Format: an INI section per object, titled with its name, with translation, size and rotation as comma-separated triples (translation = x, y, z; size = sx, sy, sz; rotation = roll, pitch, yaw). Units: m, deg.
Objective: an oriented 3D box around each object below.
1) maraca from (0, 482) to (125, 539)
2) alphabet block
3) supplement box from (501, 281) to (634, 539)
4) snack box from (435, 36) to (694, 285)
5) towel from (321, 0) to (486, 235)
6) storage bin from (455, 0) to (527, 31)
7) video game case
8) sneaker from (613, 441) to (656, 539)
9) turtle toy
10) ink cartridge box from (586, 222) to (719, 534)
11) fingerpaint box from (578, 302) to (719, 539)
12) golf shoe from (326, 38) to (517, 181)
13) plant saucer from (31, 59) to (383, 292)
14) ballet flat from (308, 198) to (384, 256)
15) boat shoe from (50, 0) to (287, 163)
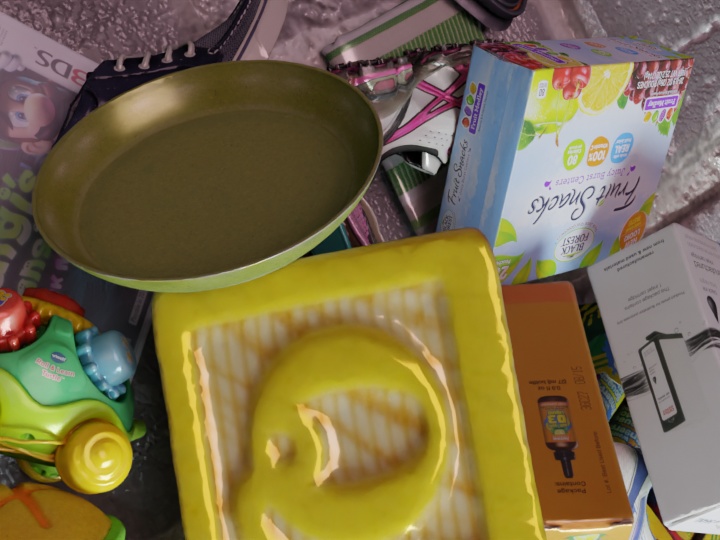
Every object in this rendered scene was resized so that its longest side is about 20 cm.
[maraca]
translation = -0.214, 0.178, 0.604
size = 0.197, 0.137, 0.108
rotation = -23, 95, 2
[alphabet block]
translation = -0.005, 0.096, 0.698
size = 0.192, 0.200, 0.200
rotation = -12, 85, -1
[supplement box]
translation = 0.128, 0.102, 0.785
size = 0.065, 0.069, 0.202
rotation = -2, 45, -3
[snack box]
translation = 0.155, -0.086, 0.887
size = 0.198, 0.067, 0.171
rotation = -11, 121, -40
[towel]
translation = 0.068, -0.117, 0.927
size = 0.152, 0.023, 0.202
rotation = -34, 100, -31
[storage bin]
translation = 0.099, -0.316, 0.904
size = 0.199, 0.134, 0.147
rotation = 35, 50, -22
[video game case]
translation = -0.200, -0.044, 0.745
size = 0.180, 0.023, 0.203
rotation = 26, 69, -25
[sneaker]
translation = 0.178, 0.223, 0.827
size = 0.087, 0.075, 0.204
rotation = 6, 89, -20
[turtle toy]
translation = -0.207, 0.053, 0.647
size = 0.198, 0.145, 0.103
rotation = 24, 74, -26
[ink cartridge box]
translation = 0.262, 0.085, 0.862
size = 0.145, 0.084, 0.203
rotation = 16, 53, -47
[fingerpaint box]
translation = 0.209, 0.153, 0.932
size = 0.201, 0.073, 0.167
rotation = 51, 61, -13
[golf shoe]
translation = 0.050, -0.121, 0.864
size = 0.198, 0.072, 0.094
rotation = -20, 105, -36
[plant saucer]
translation = -0.083, -0.052, 0.650
size = 0.200, 0.199, 0.031
rotation = -41, 140, -30
[ballet flat]
translation = 0.000, 0.000, 0.843
size = 0.071, 0.069, 0.203
rotation = -24, 94, -52
[boat shoe]
translation = -0.124, -0.124, 0.753
size = 0.092, 0.074, 0.202
rotation = 32, 64, -16
